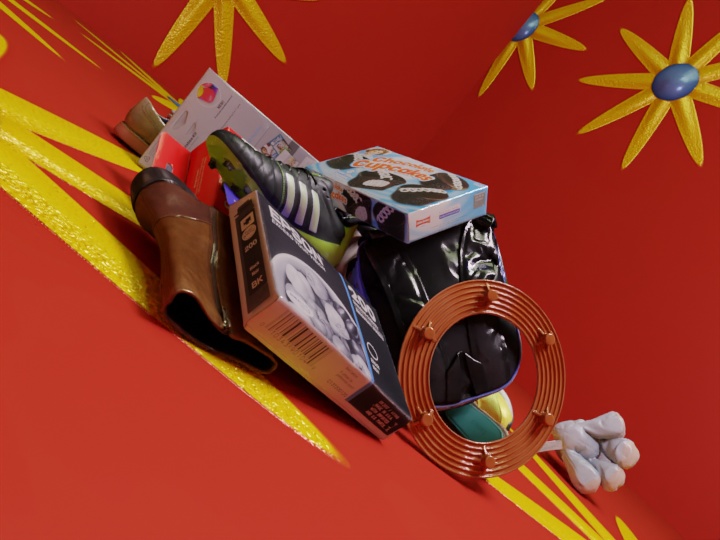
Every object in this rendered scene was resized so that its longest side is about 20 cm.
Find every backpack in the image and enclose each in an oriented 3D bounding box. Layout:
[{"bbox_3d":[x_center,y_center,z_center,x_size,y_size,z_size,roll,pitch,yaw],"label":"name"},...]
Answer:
[{"bbox_3d":[0.085,0.059,0.725,0.147,0.181,0.202,114,-37,-69],"label":"backpack"}]

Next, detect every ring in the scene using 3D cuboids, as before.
[{"bbox_3d":[0.130,0.110,0.641,0.200,0.201,0.019,39,-16,-12],"label":"ring"}]

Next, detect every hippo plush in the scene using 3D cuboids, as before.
[{"bbox_3d":[0.449,0.378,1.275,0.198,0.161,0.161,-1,-26,11],"label":"hippo plush"}]

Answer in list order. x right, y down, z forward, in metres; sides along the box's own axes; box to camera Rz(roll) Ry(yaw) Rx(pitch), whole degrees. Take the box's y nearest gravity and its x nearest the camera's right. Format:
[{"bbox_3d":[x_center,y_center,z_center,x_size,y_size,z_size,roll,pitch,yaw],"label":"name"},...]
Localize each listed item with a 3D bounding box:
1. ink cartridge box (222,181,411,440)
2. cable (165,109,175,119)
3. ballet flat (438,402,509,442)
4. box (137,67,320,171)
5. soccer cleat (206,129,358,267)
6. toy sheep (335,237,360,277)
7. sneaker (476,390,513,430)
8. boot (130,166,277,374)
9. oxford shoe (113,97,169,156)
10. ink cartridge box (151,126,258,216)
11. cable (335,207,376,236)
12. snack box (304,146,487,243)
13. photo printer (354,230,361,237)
[{"bbox_3d":[-0.040,0.024,0.562,0.198,0.043,0.201,47,13,-39],"label":"ink cartridge box"},{"bbox_3d":[-0.274,-0.203,1.129,0.200,0.069,0.200,35,6,-43],"label":"cable"},{"bbox_3d":[0.114,0.178,0.779,0.200,0.070,0.066,51,-16,53],"label":"ballet flat"},{"bbox_3d":[-0.169,-0.142,0.844,0.199,0.156,0.041,38,2,-16],"label":"box"},{"bbox_3d":[-0.076,-0.080,0.639,0.067,0.081,0.200,14,-25,46],"label":"soccer cleat"},{"bbox_3d":[-0.006,0.001,1.033,0.138,0.139,0.199,36,-7,-38],"label":"toy sheep"},{"bbox_3d":[0.127,0.167,0.894,0.200,0.079,0.090,37,10,35],"label":"sneaker"},{"bbox_3d":[-0.102,0.008,0.533,0.188,0.068,0.200,48,3,-43],"label":"boot"},{"bbox_3d":[-0.256,-0.171,0.918,0.200,0.074,0.071,36,5,-47],"label":"oxford shoe"},{"bbox_3d":[-0.131,-0.070,0.692,0.200,0.067,0.117,37,42,-41],"label":"ink cartridge box"},{"bbox_3d":[0.000,0.000,0.886,0.051,0.163,0.201,-6,-61,46],"label":"cable"},{"bbox_3d":[0.035,-0.094,0.726,0.199,0.115,0.037,31,-47,46],"label":"snack box"},{"bbox_3d":[0.000,-0.100,1.023,0.198,0.070,0.166,-9,15,-29],"label":"photo printer"}]
